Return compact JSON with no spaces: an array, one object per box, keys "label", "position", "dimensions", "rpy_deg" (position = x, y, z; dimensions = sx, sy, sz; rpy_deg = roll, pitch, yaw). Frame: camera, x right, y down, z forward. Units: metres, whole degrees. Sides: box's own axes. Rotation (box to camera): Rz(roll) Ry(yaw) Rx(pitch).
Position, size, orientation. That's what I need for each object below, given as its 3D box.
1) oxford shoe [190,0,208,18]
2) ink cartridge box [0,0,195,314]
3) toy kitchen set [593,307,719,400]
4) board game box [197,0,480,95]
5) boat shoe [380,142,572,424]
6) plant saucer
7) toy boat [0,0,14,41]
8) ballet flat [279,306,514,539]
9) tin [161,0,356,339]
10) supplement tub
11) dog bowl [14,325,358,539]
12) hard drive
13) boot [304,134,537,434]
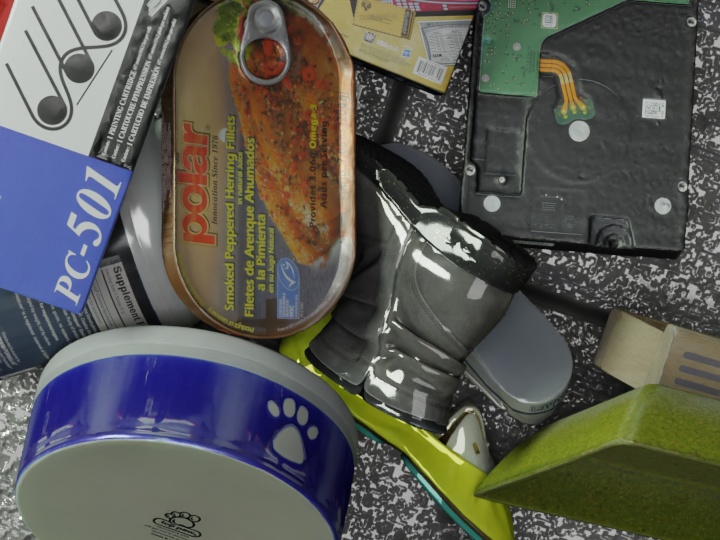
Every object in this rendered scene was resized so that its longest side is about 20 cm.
[{"label":"oxford shoe","position":[-0.052,-0.170,1.404],"dimensions":[0.200,0.070,0.075],"rpy_deg":[-24,97,4]},{"label":"ink cartridge box","position":[-0.166,-0.085,1.269],"dimensions":[0.094,0.044,0.200],"rpy_deg":[19,105,-11]},{"label":"toy kitchen set","position":[0.279,0.004,1.337],"dimensions":[0.180,0.163,0.200],"rpy_deg":[16,96,-24]},{"label":"board game box","position":[-0.019,-0.203,1.358],"dimensions":[0.200,0.035,0.136],"rpy_deg":[21,90,-10]},{"label":"boat shoe","position":[0.057,0.013,1.419],"dimensions":[0.073,0.065,0.200],"rpy_deg":[-26,71,-14]},{"label":"plant saucer","position":[0.198,0.118,1.354],"dimensions":[0.199,0.200,0.048],"rpy_deg":[14,71,-19]},{"label":"toy boat","position":[-0.222,-0.203,1.337],"dimensions":[0.131,0.200,0.131],"rpy_deg":[23,97,-46]},{"label":"ballet flat","position":[0.036,0.096,1.431],"dimensions":[0.200,0.067,0.067],"rpy_deg":[41,93,-1]},{"label":"tin","position":[-0.061,-0.061,1.310],"dimensions":[0.112,0.042,0.201],"rpy_deg":[1,88,-26]},{"label":"supplement tub","position":[-0.174,-0.018,1.387],"dimensions":[0.200,0.140,0.141],"rpy_deg":[-16,95,3]},{"label":"dog bowl","position":[-0.104,0.121,1.369],"dimensions":[0.200,0.200,0.079],"rpy_deg":[9,55,1]},{"label":"hard drive","position":[0.135,-0.111,1.397],"dimensions":[0.139,0.038,0.201],"rpy_deg":[4,81,1]},{"label":"boot","position":[0.000,0.000,1.360],"dimensions":[0.200,0.070,0.132],"rpy_deg":[40,105,36]}]
